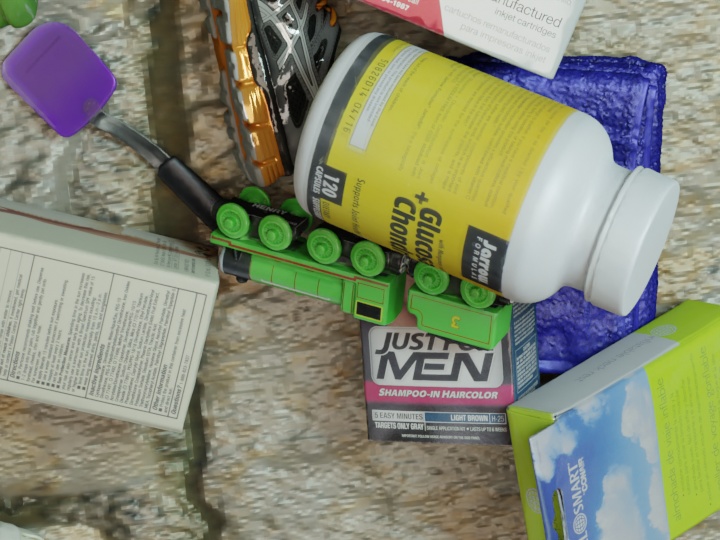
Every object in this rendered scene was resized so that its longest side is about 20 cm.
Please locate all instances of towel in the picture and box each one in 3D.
[{"bbox_3d":[0.116,-0.033,1.506,0.147,0.050,0.201,1,104,-4],"label":"towel"}]

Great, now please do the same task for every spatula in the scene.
[{"bbox_3d":[-0.133,-0.074,1.496,0.200,0.021,0.057,41,111,-14],"label":"spatula"}]

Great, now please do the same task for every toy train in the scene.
[{"bbox_3d":[0.000,0.000,1.437,0.199,0.042,0.057,15,118,20],"label":"toy train"}]

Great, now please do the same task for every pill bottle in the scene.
[{"bbox_3d":[0.071,-0.049,1.358,0.199,0.112,0.113,23,103,15],"label":"pill bottle"}]

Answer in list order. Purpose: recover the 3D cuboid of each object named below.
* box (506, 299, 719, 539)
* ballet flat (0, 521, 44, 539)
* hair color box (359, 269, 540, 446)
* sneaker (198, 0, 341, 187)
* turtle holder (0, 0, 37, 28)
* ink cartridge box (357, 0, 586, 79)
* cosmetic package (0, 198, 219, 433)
[{"bbox_3d":[0.163,0.111,1.483,0.199,0.048,0.123,-26,114,-37],"label":"box"},{"bbox_3d":[-0.220,0.212,1.547,0.071,0.069,0.201,-29,108,-14],"label":"ballet flat"},{"bbox_3d":[0.051,0.002,1.471,0.099,0.060,0.201,0,102,20],"label":"hair color box"},{"bbox_3d":[-0.052,-0.155,1.461,0.077,0.078,0.201,-14,108,-13],"label":"sneaker"},{"bbox_3d":[-0.249,-0.224,1.393,0.131,0.141,0.187,-12,105,1],"label":"turtle holder"},{"bbox_3d":[0.078,-0.238,1.405,0.145,0.145,0.201,21,101,-7],"label":"ink cartridge box"},{"bbox_3d":[-0.193,0.020,1.483,0.199,0.087,0.104,14,104,-7],"label":"cosmetic package"}]
